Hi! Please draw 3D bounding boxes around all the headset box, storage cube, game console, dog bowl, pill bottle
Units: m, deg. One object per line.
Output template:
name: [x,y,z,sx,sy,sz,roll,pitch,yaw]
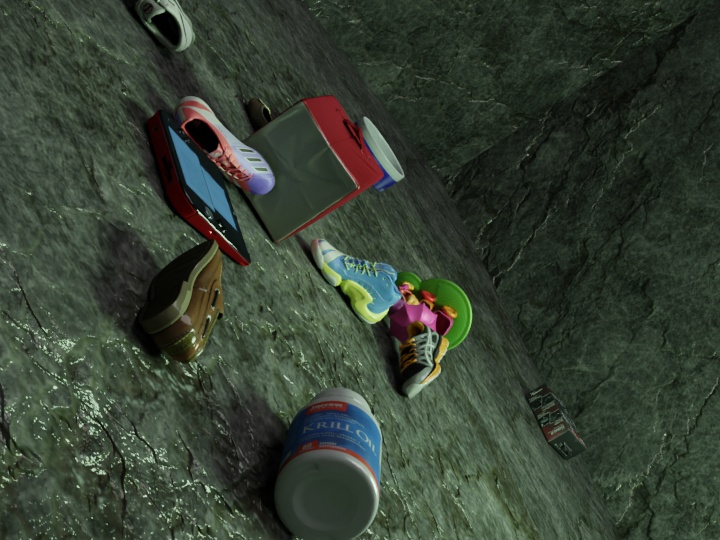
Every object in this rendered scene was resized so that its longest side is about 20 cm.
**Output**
headset box: [0.582,0.456,3.071,0.149,0.077,0.200,44,18,-45]
storage cube: [-0.092,-0.172,1.706,0.171,0.200,0.180,57,18,-2]
game console: [-0.221,-0.117,1.437,0.177,0.031,0.200,43,19,-49]
dog bowl: [0.034,-0.319,2.851,0.200,0.079,0.200,54,12,-17]
pill bottle: [-0.032,0.209,1.166,0.112,0.112,0.200,54,12,-14]

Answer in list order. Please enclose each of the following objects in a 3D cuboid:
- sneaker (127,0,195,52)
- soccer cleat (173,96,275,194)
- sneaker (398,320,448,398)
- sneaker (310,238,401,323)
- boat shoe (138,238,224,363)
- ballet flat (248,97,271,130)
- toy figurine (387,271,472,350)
sneaker: [-0.340,-0.445,1.691,0.200,0.074,0.089,53,11,-17]
soccer cleat: [-0.205,-0.176,1.568,0.200,0.068,0.073,46,16,-29]
sneaker: [0.101,0.161,1.884,0.077,0.078,0.200,45,25,-9]
sneaker: [0.000,0.000,1.839,0.200,0.105,0.076,51,13,-30]
boat shoe: [-0.185,0.034,1.125,0.068,0.072,0.200,57,21,-19]
ballet flat: [-0.171,-0.266,1.978,0.067,0.046,0.200,46,16,-45]
toy figurine: [0.103,0.079,2.053,0.200,0.150,0.184,38,16,18]
